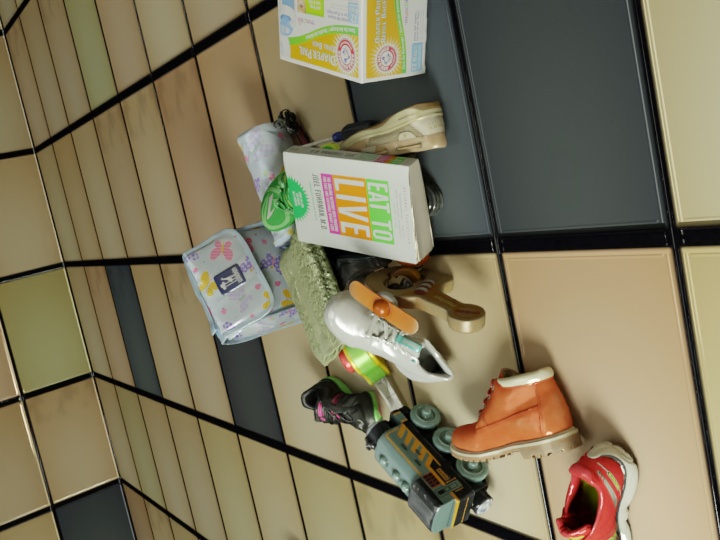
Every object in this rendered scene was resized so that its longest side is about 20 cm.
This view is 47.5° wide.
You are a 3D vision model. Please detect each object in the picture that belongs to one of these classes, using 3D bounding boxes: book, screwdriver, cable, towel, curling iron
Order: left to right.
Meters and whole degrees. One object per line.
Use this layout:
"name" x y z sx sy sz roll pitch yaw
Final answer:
"curling iron" -0.078 -0.170 1.266 0.026 0.049 0.201 -46 65 38
"towel" -0.070 0.037 1.240 0.202 0.036 0.149 69 156 18
"screwdriver" -0.051 -0.189 1.191 0.198 0.029 0.028 -7 102 42
"book" -0.006 -0.092 1.084 0.198 0.048 0.135 11 124 33
"cable" 0.043 -0.101 1.132 0.199 0.050 0.098 -13 81 46

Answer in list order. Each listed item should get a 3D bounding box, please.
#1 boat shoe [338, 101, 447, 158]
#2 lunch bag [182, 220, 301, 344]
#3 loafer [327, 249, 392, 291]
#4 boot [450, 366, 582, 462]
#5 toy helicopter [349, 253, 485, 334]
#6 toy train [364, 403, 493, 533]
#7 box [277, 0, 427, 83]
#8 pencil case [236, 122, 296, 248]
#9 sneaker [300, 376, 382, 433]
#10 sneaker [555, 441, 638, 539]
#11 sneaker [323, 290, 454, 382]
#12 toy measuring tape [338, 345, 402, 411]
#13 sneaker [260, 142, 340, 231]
"boat shoe" 0.037 -0.158 1.065 0.199 0.071 0.065 -17 89 57
"lunch bag" -0.176 0.017 1.359 0.171 0.198 0.127 63 147 17
"loafer" 0.000 0.000 1.208 0.073 0.072 0.200 66 158 -5
"boot" 0.177 0.177 1.011 0.199 0.074 0.108 -26 80 50
"toy helicopter" 0.075 0.036 1.038 0.199 0.131 0.080 26 125 50
"toy train" 0.092 0.269 1.138 0.200 0.113 0.086 44 138 38
"box" -0.014 -0.315 1.042 0.199 0.101 0.114 30 128 48
"pencil case" -0.133 -0.139 1.326 0.090 0.083 0.202 -25 84 36
"sneaker" -0.031 0.231 1.341 0.199 0.083 0.078 7 111 56
"sneaker" 0.254 0.287 0.921 0.077 0.084 0.202 24 124 51
"sneaker" 0.045 0.089 1.084 0.076 0.199 0.088 -62 26 -9
"toy measuring tape" 0.020 0.156 1.237 0.201 0.073 0.074 61 146 17
"sneaker" -0.095 -0.116 1.204 0.074 0.084 0.200 47 132 -6
